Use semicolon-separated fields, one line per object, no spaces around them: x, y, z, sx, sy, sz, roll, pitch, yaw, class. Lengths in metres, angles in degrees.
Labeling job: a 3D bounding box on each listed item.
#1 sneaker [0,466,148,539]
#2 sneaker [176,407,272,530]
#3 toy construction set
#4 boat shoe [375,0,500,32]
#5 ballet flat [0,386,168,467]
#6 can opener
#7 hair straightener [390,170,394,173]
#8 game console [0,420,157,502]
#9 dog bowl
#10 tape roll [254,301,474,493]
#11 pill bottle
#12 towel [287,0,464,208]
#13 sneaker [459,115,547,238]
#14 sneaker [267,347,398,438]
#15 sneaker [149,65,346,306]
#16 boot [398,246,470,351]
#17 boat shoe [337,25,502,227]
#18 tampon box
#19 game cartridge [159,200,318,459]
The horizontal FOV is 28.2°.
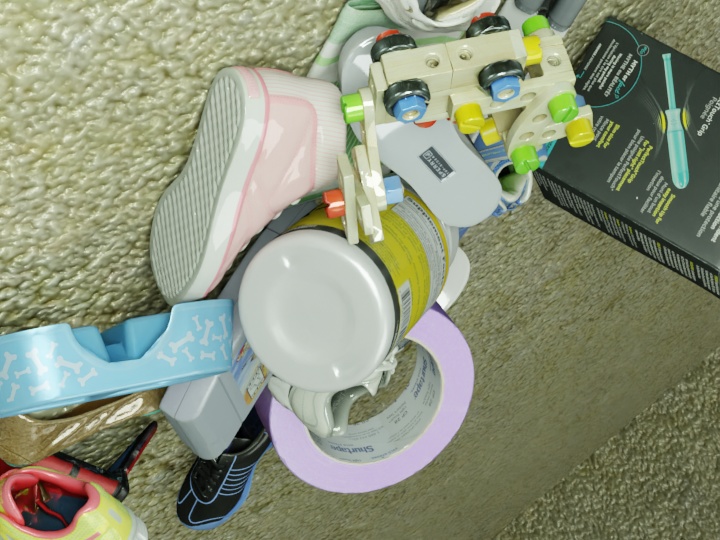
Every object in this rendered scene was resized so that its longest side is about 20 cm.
-0.260;0.177;1.067;0.197;0.079;0.091;-2;143;14;sneaker
-0.132;0.178;1.397;0.201;0.070;0.078;-54;152;19;sneaker
0.059;-0.099;0.923;0.198;0.093;0.131;-26;159;-13;toy construction set
0.052;-0.182;0.912;0.199;0.069;0.072;-1;115;-61;boat shoe
-0.193;0.081;1.095;0.198;0.068;0.073;-22;140;-28;ballet flat
0.143;-0.212;1.068;0.200;0.052;0.067;122;-8;-54;can opener
0.057;-0.111;1.139;0.201;0.040;0.077;117;-4;-51;hair straightener
-0.289;0.202;1.236;0.171;0.119;0.200;29;114;-35;game console
-0.176;0.061;0.983;0.198;0.050;0.111;-10;174;-29;dog bowl
0.002;0.103;1.314;0.197;0.066;0.203;-10;121;-17;tape roll
0.000;0.000;1.041;0.115;0.114;0.200;-49;177;27;pill bottle
0.005;-0.124;1.046;0.152;0.023;0.201;-19;152;-43;towel
0.099;-0.071;1.246;0.075;0.077;0.201;-28;159;-30;sneaker
0.009;0.052;1.194;0.075;0.081;0.201;21;110;-51;sneaker
-0.070;-0.053;0.971;0.104;0.076;0.201;-6;140;-35;sneaker
0.022;0.046;1.396;0.199;0.073;0.090;-37;175;0;boot
0.038;-0.110;1.012;0.071;0.068;0.200;-35;137;11;boat shoe
0.271;-0.096;1.262;0.151;0.199;0.126;-57;160;-2;tampon box
-0.084;0.045;1.126;0.201;0.041;0.133;-59;169;-16;game cartridge
